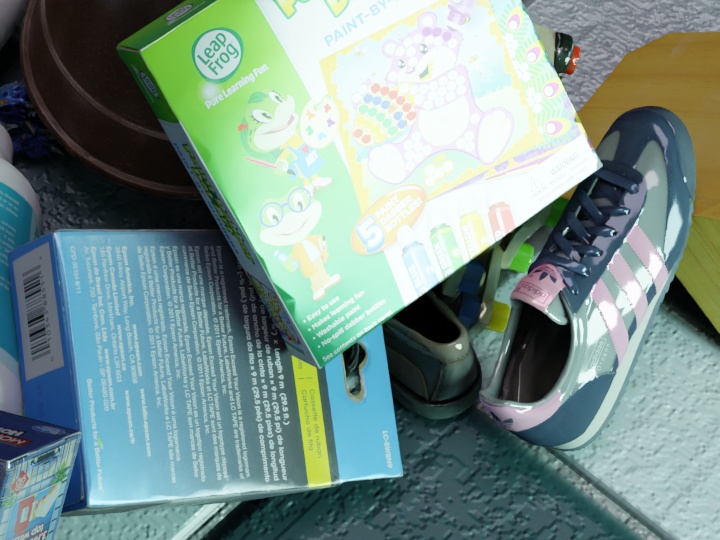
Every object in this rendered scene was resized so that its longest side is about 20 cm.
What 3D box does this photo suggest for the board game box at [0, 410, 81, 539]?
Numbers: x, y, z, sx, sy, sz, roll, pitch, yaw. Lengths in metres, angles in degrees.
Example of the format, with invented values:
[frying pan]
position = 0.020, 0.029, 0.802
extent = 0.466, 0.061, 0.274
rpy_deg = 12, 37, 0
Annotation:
[board game box]
position = -0.238, 0.160, 1.015
extent = 0.199, 0.202, 0.062
rpy_deg = 11, 15, 27

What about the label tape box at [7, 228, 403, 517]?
[label tape box]
position = -0.083, 0.054, 1.112
extent = 0.199, 0.063, 0.145
rpy_deg = 0, 77, -36

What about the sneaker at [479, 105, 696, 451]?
[sneaker]
position = 0.124, 0.000, 1.129
extent = 0.070, 0.082, 0.201
rpy_deg = 17, 90, 41

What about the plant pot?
[plant pot]
position = -0.090, -0.175, 1.176
extent = 0.199, 0.199, 0.202
rpy_deg = 5, 62, -10

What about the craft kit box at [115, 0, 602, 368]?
[craft kit box]
position = 0.005, -0.086, 1.080
extent = 0.199, 0.198, 0.048
rpy_deg = -36, 19, -14

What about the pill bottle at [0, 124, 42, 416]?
[pill bottle]
position = -0.234, 0.006, 1.133
extent = 0.110, 0.111, 0.201
rpy_deg = 0, 54, -2

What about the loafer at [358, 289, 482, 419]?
[loafer]
position = 0.000, 0.000, 1.198
extent = 0.072, 0.063, 0.200
rpy_deg = -34, 61, -24

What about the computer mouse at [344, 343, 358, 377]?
[computer mouse]
position = -0.094, 0.019, 1.175
extent = 0.199, 0.034, 0.059
rpy_deg = 15, 53, 9

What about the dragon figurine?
[dragon figurine]
position = -0.147, -0.132, 1.295
extent = 0.199, 0.059, 0.100
rpy_deg = -15, 55, -11

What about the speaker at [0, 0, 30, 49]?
[speaker]
position = -0.265, -0.143, 1.262
extent = 0.081, 0.081, 0.201
rpy_deg = 24, 69, 16

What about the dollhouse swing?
[dollhouse swing]
position = 0.238, -0.045, 1.256
extent = 0.182, 0.175, 0.200
rpy_deg = 51, 58, -17

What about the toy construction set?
[toy construction set]
position = 0.077, -0.074, 1.227
extent = 0.091, 0.132, 0.201
rpy_deg = 6, 46, -19
